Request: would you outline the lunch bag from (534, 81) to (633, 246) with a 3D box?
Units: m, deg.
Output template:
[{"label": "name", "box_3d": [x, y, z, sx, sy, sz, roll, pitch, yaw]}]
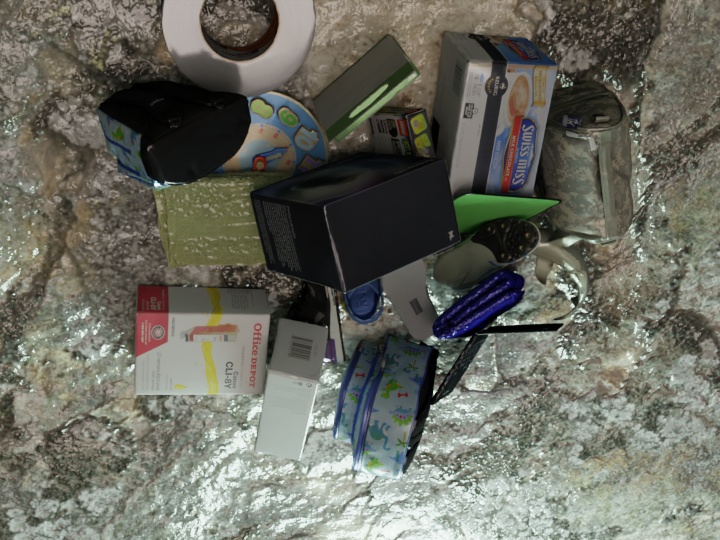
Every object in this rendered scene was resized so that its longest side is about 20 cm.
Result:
[{"label": "lunch bag", "box_3d": [0.327, -0.156, 1.457, 0.138, 0.168, 0.202, -15, 120, -4]}]

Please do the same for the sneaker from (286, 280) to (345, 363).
[{"label": "sneaker", "box_3d": [-0.075, 0.063, 1.544, 0.086, 0.076, 0.202, -8, 120, -2]}]

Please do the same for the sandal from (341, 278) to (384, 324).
[{"label": "sandal", "box_3d": [0.000, 0.000, 1.518, 0.078, 0.087, 0.202, -14, 118, -2]}]

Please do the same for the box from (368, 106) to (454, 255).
[{"label": "box", "box_3d": [0.070, -0.127, 1.425, 0.034, 0.110, 0.202, -21, 110, -25]}]

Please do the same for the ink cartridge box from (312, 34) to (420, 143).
[{"label": "ink cartridge box", "box_3d": [0.012, -0.228, 1.330, 0.145, 0.200, 0.048, -39, 117, 10]}]

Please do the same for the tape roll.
[{"label": "tape roll", "box_3d": [-0.160, -0.332, 1.315, 0.198, 0.066, 0.202, -6, 120, -10]}]

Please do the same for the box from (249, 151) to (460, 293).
[{"label": "box", "box_3d": [-0.008, -0.073, 1.348, 0.199, 0.198, 0.125, -24, 112, -30]}]

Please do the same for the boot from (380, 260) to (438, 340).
[{"label": "boot", "box_3d": [0.058, 0.014, 1.515, 0.073, 0.096, 0.201, -28, 135, -7]}]

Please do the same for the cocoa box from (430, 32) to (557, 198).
[{"label": "cocoa box", "box_3d": [0.179, -0.214, 1.412, 0.129, 0.134, 0.202, 1, 118, -12]}]

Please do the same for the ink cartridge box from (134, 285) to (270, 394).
[{"label": "ink cartridge box", "box_3d": [-0.239, 0.106, 1.523, 0.197, 0.084, 0.147, 1, 117, -13]}]

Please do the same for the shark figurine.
[{"label": "shark figurine", "box_3d": [0.319, -0.020, 1.569, 0.127, 0.090, 0.215, -22, 127, 33]}]

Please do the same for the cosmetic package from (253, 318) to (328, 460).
[{"label": "cosmetic package", "box_3d": [-0.107, 0.183, 1.542, 0.080, 0.114, 0.201, 13, 132, -4]}]

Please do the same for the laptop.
[{"label": "laptop", "box_3d": [0.215, 0.143, 1.574, 0.103, 0.177, 0.201, 34, 98, 13]}]

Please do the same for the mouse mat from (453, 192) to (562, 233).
[{"label": "mouse mat", "box_3d": [0.177, -0.081, 1.465, 0.159, 0.200, 0.008, 2, 76, -22]}]

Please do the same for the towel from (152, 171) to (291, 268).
[{"label": "towel", "box_3d": [-0.190, -0.073, 1.435, 0.197, 0.037, 0.150, -3, 123, -2]}]

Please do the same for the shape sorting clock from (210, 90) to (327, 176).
[{"label": "shape sorting clock", "box_3d": [-0.144, -0.156, 1.428, 0.197, 0.039, 0.202, -5, 119, -10]}]

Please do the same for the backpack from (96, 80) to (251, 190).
[{"label": "backpack", "box_3d": [-0.255, -0.179, 1.304, 0.163, 0.199, 0.155, -35, 141, -32]}]

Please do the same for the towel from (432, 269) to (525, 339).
[{"label": "towel", "box_3d": [0.187, 0.059, 1.538, 0.147, 0.200, 0.050, -40, 78, 10]}]

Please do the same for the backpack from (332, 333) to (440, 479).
[{"label": "backpack", "box_3d": [0.034, 0.217, 1.576, 0.145, 0.201, 0.185, 12, 118, 4]}]

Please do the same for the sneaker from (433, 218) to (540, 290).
[{"label": "sneaker", "box_3d": [0.195, -0.026, 1.521, 0.072, 0.073, 0.199, -6, 164, -45]}]
